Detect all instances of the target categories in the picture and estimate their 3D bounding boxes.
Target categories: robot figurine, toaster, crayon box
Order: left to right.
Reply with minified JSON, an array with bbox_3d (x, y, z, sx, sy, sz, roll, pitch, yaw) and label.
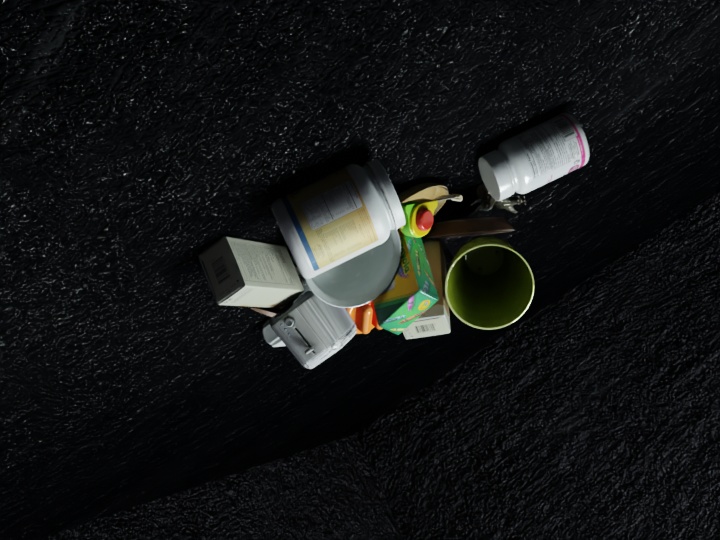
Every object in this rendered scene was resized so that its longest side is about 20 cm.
[{"bbox_3d":[-0.087,0.105,1.696,0.113,0.130,0.200,-34,-178,20],"label":"toaster"},{"bbox_3d":[-0.019,0.061,1.875,0.144,0.199,0.117,-46,135,-7],"label":"robot figurine"},{"bbox_3d":[0.076,0.009,1.678,0.058,0.202,0.119,25,125,-33],"label":"crayon box"}]

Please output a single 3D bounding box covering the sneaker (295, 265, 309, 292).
[{"bbox_3d":[-0.161,0.039,1.763,0.080,0.075,0.199,-35,162,26],"label":"sneaker"}]

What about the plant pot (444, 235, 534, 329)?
[{"bbox_3d":[0.273,0.001,1.863,0.186,0.188,0.200,-31,-165,14],"label":"plant pot"}]

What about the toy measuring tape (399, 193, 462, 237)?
[{"bbox_3d":[0.132,-0.106,1.681,0.198,0.074,0.074,-15,160,-44],"label":"toy measuring tape"}]

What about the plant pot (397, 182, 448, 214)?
[{"bbox_3d":[0.091,-0.117,1.747,0.198,0.028,0.201,-30,161,-11],"label":"plant pot"}]

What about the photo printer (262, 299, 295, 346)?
[{"bbox_3d":[-0.120,0.118,2.061,0.166,0.070,0.199,-36,162,25],"label":"photo printer"}]

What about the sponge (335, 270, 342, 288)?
[{"bbox_3d":[0.000,0.000,1.769,0.030,0.113,0.199,-29,163,33],"label":"sponge"}]

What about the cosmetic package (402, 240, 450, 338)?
[{"bbox_3d":[0.136,0.041,1.869,0.103,0.202,0.071,-10,142,11],"label":"cosmetic package"}]

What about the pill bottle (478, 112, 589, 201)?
[{"bbox_3d":[0.342,-0.222,1.700,0.198,0.115,0.114,-25,163,-6],"label":"pill bottle"}]

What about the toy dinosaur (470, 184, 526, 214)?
[{"bbox_3d":[0.314,-0.167,1.916,0.101,0.078,0.200,-3,-178,20],"label":"toy dinosaur"}]

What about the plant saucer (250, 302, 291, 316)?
[{"bbox_3d":[-0.142,0.097,1.862,0.197,0.035,0.200,17,172,2],"label":"plant saucer"}]

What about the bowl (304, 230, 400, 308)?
[{"bbox_3d":[-0.029,-0.039,1.631,0.199,0.204,0.090,-22,-156,-15],"label":"bowl"}]

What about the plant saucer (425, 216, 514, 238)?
[{"bbox_3d":[0.243,-0.096,1.913,0.197,0.035,0.200,-4,179,0],"label":"plant saucer"}]

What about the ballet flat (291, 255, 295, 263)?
[{"bbox_3d":[-0.081,-0.009,1.766,0.067,0.063,0.199,-33,162,21],"label":"ballet flat"}]

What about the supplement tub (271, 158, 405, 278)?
[{"bbox_3d":[-0.037,-0.090,1.452,0.198,0.146,0.145,-26,163,-4],"label":"supplement tub"}]

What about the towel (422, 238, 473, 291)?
[{"bbox_3d":[0.133,0.021,1.970,0.197,0.194,0.035,-22,146,-11],"label":"towel"}]

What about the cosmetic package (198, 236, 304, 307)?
[{"bbox_3d":[-0.196,0.006,1.567,0.071,0.106,0.199,-32,161,22],"label":"cosmetic package"}]
